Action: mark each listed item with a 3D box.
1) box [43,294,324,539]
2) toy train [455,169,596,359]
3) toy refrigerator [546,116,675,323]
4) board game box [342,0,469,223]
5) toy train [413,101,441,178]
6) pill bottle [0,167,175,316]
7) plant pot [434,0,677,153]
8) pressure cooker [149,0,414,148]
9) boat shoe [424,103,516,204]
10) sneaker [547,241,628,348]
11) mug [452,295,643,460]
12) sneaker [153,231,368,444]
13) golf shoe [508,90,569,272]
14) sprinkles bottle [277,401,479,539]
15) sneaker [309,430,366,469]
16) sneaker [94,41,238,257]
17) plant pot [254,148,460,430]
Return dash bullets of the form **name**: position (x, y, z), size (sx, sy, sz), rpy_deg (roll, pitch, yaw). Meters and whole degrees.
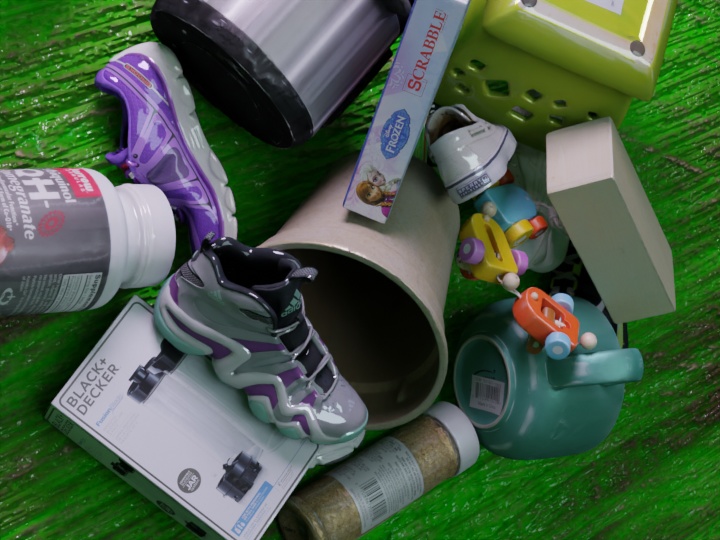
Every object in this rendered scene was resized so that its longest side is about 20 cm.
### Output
- **box**: position (-0.143, 0.129, 1.292), size (0.199, 0.060, 0.117), rpy_deg (39, 69, -4)
- **toy train**: position (0.144, -0.002, 1.454), size (0.149, 0.056, 0.201), rpy_deg (34, 35, -18)
- **toy refrigerator**: position (0.230, -0.042, 1.475), size (0.200, 0.069, 0.077), rpy_deg (55, 30, -44)
- **board game box**: position (0.051, -0.172, 1.300), size (0.041, 0.200, 0.202), rpy_deg (21, 121, 0)
- **toy train**: position (0.050, -0.058, 1.490), size (0.056, 0.042, 0.203), rpy_deg (1, 91, -26)
- **pill bottle**: position (-0.247, -0.023, 1.225), size (0.198, 0.110, 0.112), rpy_deg (-4, 95, -36)
- **plant pot**: position (0.182, -0.240, 1.449), size (0.197, 0.181, 0.202), rpy_deg (21, 72, -13)
- **pressure cooker**: position (-0.051, -0.223, 1.306), size (0.175, 0.179, 0.200), rpy_deg (39, 77, 2)
- **boat shoe**: position (0.089, -0.114, 1.400), size (0.070, 0.200, 0.070), rpy_deg (-30, 99, 15)
- **sneaker**: position (0.219, 0.026, 1.594), size (0.082, 0.071, 0.202), rpy_deg (-26, 107, -39)
- **mug**: position (0.164, 0.091, 1.495), size (0.113, 0.186, 0.153), rpy_deg (-2, 50, -33)
- **sneaker**: position (-0.056, 0.046, 1.243), size (0.199, 0.140, 0.078), rpy_deg (33, 44, -8)
- **golf shoe**: position (0.157, -0.098, 1.547), size (0.091, 0.075, 0.203), rpy_deg (-3, 93, -33)
- **sprinkles bottle**: position (0.018, 0.192, 1.459), size (0.199, 0.068, 0.069), rpy_deg (-28, 108, -32)
- **sneaker**: position (-0.080, 0.131, 1.382), size (0.198, 0.075, 0.093), rpy_deg (-12, 95, -37)
- **sneaker**: position (-0.163, -0.085, 1.321), size (0.083, 0.081, 0.202), rpy_deg (-25, 100, -16)
- **plant pot**: position (0.000, 0.000, 1.360), size (0.201, 0.199, 0.184), rpy_deg (54, 36, -25)
